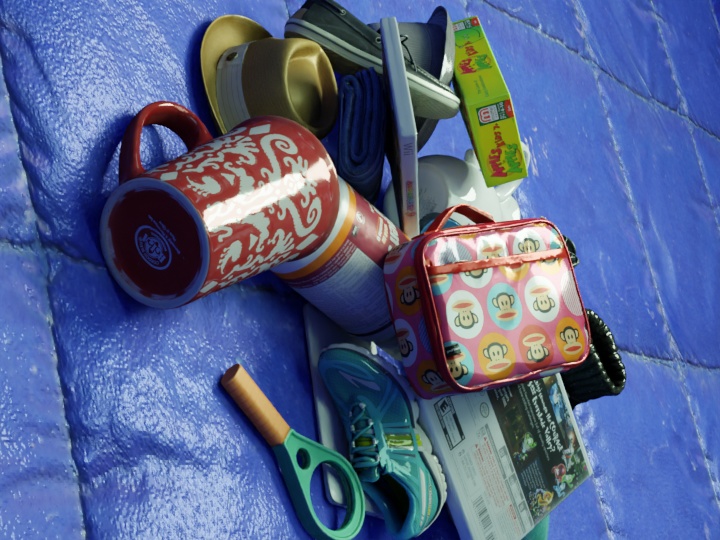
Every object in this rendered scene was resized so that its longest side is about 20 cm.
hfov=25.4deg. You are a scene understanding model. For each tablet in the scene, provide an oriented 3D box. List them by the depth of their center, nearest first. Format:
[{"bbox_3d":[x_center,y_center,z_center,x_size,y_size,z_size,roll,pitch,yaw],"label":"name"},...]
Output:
[{"bbox_3d":[-0.007,0.138,1.551,0.130,0.014,0.202,28,48,-54],"label":"tablet"}]

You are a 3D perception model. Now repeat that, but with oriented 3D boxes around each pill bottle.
[{"bbox_3d":[0.000,0.000,1.538,0.200,0.109,0.110,40,39,-37],"label":"pill bottle"}]

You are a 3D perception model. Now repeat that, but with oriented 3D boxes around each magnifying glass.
[{"bbox_3d":[-0.058,0.162,1.419,0.200,0.022,0.080,53,41,-23],"label":"magnifying glass"}]

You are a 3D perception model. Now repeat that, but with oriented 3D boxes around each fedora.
[{"bbox_3d":[-0.075,-0.171,1.561,0.201,0.081,0.202,43,36,-43],"label":"fedora"},{"bbox_3d":[0.031,-0.213,1.754,0.090,0.178,0.201,17,33,-17],"label":"fedora"}]

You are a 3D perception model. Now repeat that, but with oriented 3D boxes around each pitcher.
[{"bbox_3d":[0.116,-0.081,1.784,0.200,0.121,0.173,19,95,-60],"label":"pitcher"}]

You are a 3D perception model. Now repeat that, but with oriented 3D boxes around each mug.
[{"bbox_3d":[-0.139,-0.052,1.355,0.200,0.176,0.135,-32,136,-59],"label":"mug"}]

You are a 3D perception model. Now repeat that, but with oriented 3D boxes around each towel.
[{"bbox_3d":[0.001,-0.118,1.590,0.200,0.048,0.113,101,-8,-78],"label":"towel"}]

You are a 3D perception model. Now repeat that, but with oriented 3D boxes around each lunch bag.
[{"bbox_3d":[0.117,0.023,1.511,0.199,0.082,0.178,-9,82,-38],"label":"lunch bag"}]

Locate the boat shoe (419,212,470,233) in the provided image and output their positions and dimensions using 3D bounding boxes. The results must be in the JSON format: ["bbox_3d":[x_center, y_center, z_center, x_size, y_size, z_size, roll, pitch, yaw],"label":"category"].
[{"bbox_3d":[0.108,0.015,1.683,0.201,0.084,0.069,58,1,-32],"label":"boat shoe"}]

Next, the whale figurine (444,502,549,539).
[{"bbox_3d":[0.165,0.253,1.693,0.201,0.103,0.159,62,27,-16],"label":"whale figurine"}]

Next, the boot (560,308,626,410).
[{"bbox_3d":[0.244,0.155,1.849,0.212,0.157,0.080,57,28,-21],"label":"boot"}]

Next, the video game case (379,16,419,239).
[{"bbox_3d":[0.039,-0.127,1.558,0.201,0.018,0.144,85,-2,-58],"label":"video game case"}]

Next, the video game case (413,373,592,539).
[{"bbox_3d":[0.142,0.165,1.584,0.181,0.023,0.202,-34,113,-34],"label":"video game case"}]

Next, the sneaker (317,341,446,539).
[{"bbox_3d":[0.018,0.159,1.491,0.080,0.077,0.201,-42,108,-50],"label":"sneaker"}]

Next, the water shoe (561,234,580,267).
[{"bbox_3d":[0.196,-0.017,1.764,0.072,0.078,0.200,61,11,5],"label":"water shoe"}]

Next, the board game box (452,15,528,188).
[{"bbox_3d":[0.131,-0.186,1.730,0.201,0.047,0.102,-101,175,-57],"label":"board game box"}]

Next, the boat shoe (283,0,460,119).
[{"bbox_3d":[0.019,-0.219,1.633,0.199,0.075,0.063,29,72,-5],"label":"boat shoe"}]
